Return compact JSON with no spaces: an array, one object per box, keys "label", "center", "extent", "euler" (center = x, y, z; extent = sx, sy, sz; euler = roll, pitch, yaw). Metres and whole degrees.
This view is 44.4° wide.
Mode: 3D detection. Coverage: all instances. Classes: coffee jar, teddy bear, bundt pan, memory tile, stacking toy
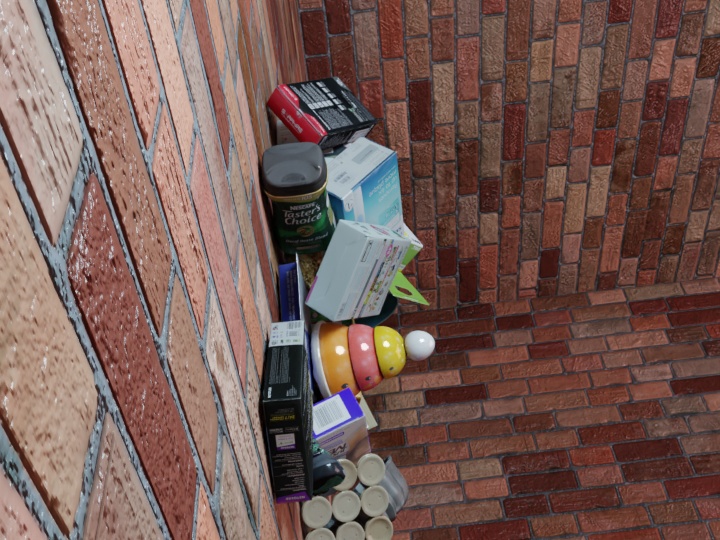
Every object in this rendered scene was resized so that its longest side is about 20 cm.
[{"label":"coffee jar","center":[-0.096,-0.112,1.380],"extent":[0.201,0.103,0.086],"euler":[82,1,-57]},{"label":"teddy bear","center":[-0.090,-0.025,1.633],"extent":[0.145,0.067,0.201],"euler":[45,23,-19]},{"label":"bundt pan","center":[0.009,0.420,1.520],"extent":[0.076,0.202,0.202],"euler":[44,-4,5]},{"label":"memory tile","center":[-0.021,0.400,1.406],"extent":[0.017,0.151,0.203],"euler":[178,-94,-70]},{"label":"stacking toy","center":[0.025,0.137,1.456],"extent":[0.146,0.197,0.148],"euler":[-14,90,-79]}]

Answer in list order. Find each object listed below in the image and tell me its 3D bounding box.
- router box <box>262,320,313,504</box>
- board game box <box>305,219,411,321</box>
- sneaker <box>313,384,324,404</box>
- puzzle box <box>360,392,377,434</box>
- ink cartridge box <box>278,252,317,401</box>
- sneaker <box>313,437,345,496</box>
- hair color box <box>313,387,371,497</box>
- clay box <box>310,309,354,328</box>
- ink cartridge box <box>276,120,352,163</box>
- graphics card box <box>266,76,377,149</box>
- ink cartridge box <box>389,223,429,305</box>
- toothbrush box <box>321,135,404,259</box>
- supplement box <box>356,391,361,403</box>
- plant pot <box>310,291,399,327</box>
[{"label":"router box","center":[-0.091,0.177,1.142],"extent":[0.201,0.050,0.151],"euler":[-95,-179,-66]},{"label":"board game box","center":[0.000,0.000,1.466],"extent":[0.149,0.064,0.199],"euler":[-66,159,9]},{"label":"sneaker","center":[-0.073,0.214,1.551],"extent":[0.113,0.076,0.202],"euler":[85,-1,-50]},{"label":"puzzle box","center":[-0.039,0.253,1.795],"extent":[0.202,0.025,0.133],"euler":[63,-29,17]},{"label":"ink cartridge box","center":[-0.104,0.098,1.417],"extent":[0.200,0.046,0.200],"euler":[77,8,-71]},{"label":"sneaker","center":[-0.075,0.269,1.235],"extent":[0.200,0.073,0.089],"euler":[122,-47,-66]},{"label":"hair color box","center":[-0.043,0.289,1.452],"extent":[0.065,0.108,0.201],"euler":[58,-14,35]},{"label":"clay box","center":[-0.065,0.117,1.632],"extent":[0.200,0.113,0.048],"euler":[81,3,-71]},{"label":"ink cartridge box","center":[-0.083,-0.202,1.665],"extent":[0.201,0.144,0.084],"euler":[-96,180,-46]},{"label":"graphics card box","center":[-0.066,-0.285,1.598],"extent":[0.126,0.051,0.199],"euler":[48,34,9]},{"label":"ink cartridge box","center":[0.066,-0.034,1.718],"extent":[0.200,0.076,0.147],"euler":[51,18,29]},{"label":"toothbrush box","center":[-0.004,-0.107,1.547],"extent":[0.085,0.146,0.201],"euler":[30,-34,30]},{"label":"supplement box","center":[-0.049,0.272,1.708],"extent":[0.201,0.066,0.069],"euler":[105,-16,-46]},{"label":"plant pot","center":[-0.044,0.015,1.797],"extent":[0.201,0.198,0.190],"euler":[83,-14,-65]}]
